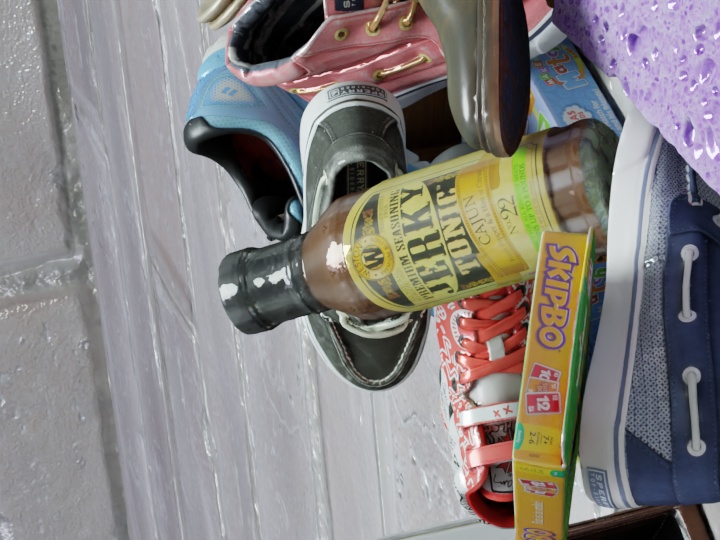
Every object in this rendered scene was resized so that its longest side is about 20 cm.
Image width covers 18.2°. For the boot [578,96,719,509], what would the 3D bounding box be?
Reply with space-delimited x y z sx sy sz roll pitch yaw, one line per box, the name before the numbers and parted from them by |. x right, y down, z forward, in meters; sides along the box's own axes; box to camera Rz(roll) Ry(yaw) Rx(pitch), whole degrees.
boot | 0.151 0.008 0.943 0.073 0.090 0.201 56 -141 -57

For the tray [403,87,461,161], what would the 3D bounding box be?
tray | 0.035 -0.125 1.219 0.200 0.098 0.037 95 162 -48

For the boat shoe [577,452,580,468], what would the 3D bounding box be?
boat shoe | 0.130 0.068 1.065 0.201 0.060 0.072 118 138 -69

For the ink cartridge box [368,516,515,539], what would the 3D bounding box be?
ink cartridge box | 0.061 0.252 1.310 0.083 0.146 0.201 117 141 -71

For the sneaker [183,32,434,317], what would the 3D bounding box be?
sneaker | -0.020 -0.034 1.208 0.078 0.200 0.090 -38 18 47

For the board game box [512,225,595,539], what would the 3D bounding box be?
board game box | 0.081 0.057 0.946 0.200 0.030 0.096 85 -167 -70

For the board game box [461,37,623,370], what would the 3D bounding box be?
board game box | 0.093 -0.032 1.190 0.201 0.036 0.152 94 160 -43

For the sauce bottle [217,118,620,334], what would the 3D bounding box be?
sauce bottle | 0.027 -0.013 1.031 0.065 0.199 0.065 41 -141 -46

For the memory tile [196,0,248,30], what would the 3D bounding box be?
memory tile | -0.019 -0.222 1.210 0.200 0.017 0.153 -49 15 18

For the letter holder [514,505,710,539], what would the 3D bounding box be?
letter holder | 0.097 0.212 1.139 0.200 0.141 0.101 104 152 -60

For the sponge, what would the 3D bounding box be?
sponge | 0.139 -0.098 0.905 0.200 0.030 0.112 -126 27 -43

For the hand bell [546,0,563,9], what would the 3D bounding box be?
hand bell | 0.075 -0.210 0.970 0.104 0.104 0.201 -127 25 -61

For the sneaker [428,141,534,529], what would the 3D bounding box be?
sneaker | 0.070 0.039 1.099 0.202 0.067 0.108 86 175 -46

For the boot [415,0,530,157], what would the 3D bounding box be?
boot | 0.022 -0.135 1.017 0.075 0.096 0.201 57 -154 -61

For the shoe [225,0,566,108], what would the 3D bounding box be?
shoe | 0.026 -0.131 1.088 0.200 0.091 0.072 -25 66 41

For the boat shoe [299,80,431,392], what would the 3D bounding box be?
boat shoe | 0.000 0.000 1.142 0.064 0.070 0.201 -98 0 -46
